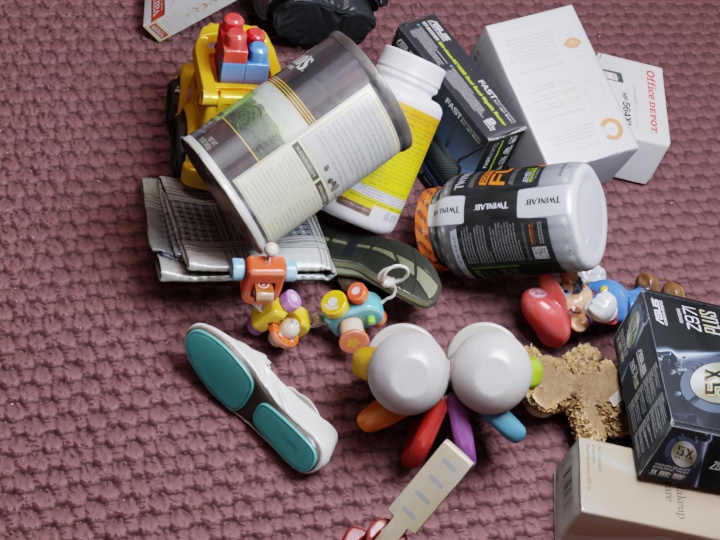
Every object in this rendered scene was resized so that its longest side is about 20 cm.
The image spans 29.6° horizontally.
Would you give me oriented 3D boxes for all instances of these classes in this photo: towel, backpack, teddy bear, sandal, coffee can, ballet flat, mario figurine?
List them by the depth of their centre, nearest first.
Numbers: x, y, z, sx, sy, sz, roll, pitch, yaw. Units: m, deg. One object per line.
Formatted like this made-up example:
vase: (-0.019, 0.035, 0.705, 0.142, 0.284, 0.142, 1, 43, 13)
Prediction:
ballet flat: (-0.101, 0.128, 1.419, 0.200, 0.070, 0.069, 44, 54, 11)
coffee can: (-0.066, -0.134, 1.428, 0.199, 0.147, 0.147, -36, 69, -8)
towel: (-0.141, -0.053, 1.515, 0.198, 0.035, 0.193, -1, 38, -17)
teddy bear: (0.257, 0.143, 1.523, 0.198, 0.067, 0.146, -6, 65, -29)
sandal: (0.000, -0.001, 1.548, 0.199, 0.058, 0.080, 18, 38, 18)
mario figurine: (0.276, 0.023, 1.577, 0.198, 0.123, 0.107, -5, 69, -26)
backpack: (-0.074, -0.387, 1.757, 0.166, 0.126, 0.201, 10, 52, -41)

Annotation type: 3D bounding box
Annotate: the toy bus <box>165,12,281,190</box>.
toy bus: (-0.147, -0.215, 1.559, 0.134, 0.193, 0.201, 0, 40, -14)

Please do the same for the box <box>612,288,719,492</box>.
box: (0.372, 0.131, 1.460, 0.162, 0.087, 0.201, 12, 41, -11)

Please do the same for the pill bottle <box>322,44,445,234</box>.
pill bottle: (0.024, -0.151, 1.566, 0.108, 0.109, 0.201, 23, 95, -2)

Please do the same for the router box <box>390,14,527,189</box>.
router box: (0.100, -0.185, 1.652, 0.062, 0.150, 0.201, -21, 63, -30)

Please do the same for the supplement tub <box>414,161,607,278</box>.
supplement tub: (0.169, -0.054, 1.546, 0.198, 0.123, 0.123, -4, 44, 28)

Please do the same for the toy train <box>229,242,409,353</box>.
toy train: (-0.048, 0.038, 1.441, 0.198, 0.151, 0.056, 4, 54, -20)

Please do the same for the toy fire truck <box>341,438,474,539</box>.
toy fire truck: (0.070, 0.272, 1.269, 0.175, 0.201, 0.129, 26, 51, 3)

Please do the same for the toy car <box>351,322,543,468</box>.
toy car: (0.090, 0.134, 1.417, 0.198, 0.175, 0.152, -1, 92, 0)

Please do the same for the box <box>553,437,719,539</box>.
box: (0.310, 0.252, 1.440, 0.198, 0.078, 0.096, 12, 50, -10)

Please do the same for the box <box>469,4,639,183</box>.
box: (0.227, -0.199, 1.641, 0.123, 0.098, 0.201, -16, 73, -19)

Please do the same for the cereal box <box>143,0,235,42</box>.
cereal box: (-0.182, -0.384, 1.699, 0.040, 0.199, 0.145, 42, 34, -44)

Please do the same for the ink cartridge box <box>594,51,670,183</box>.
ink cartridge box: (0.293, -0.210, 1.775, 0.198, 0.085, 0.147, 11, 52, -9)
